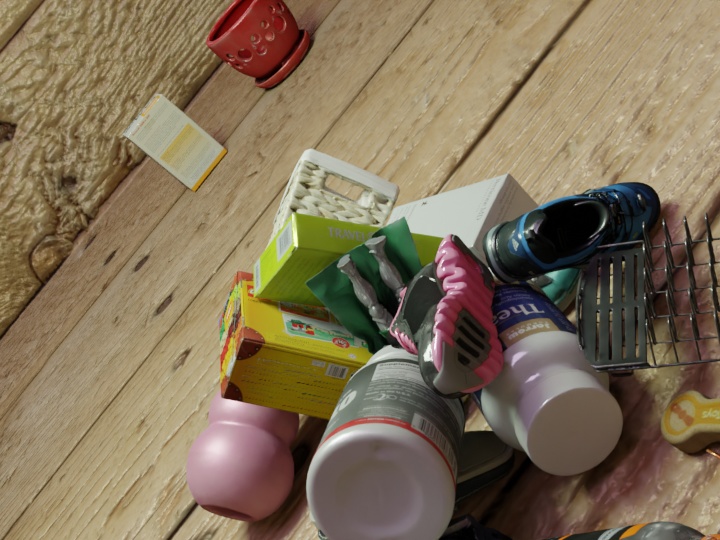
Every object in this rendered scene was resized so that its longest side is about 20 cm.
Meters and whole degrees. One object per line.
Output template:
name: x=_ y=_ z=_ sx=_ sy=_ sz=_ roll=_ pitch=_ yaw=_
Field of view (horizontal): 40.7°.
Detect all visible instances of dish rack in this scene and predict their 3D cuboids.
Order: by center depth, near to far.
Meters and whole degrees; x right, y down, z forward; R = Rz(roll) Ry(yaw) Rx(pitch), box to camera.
dish rack: x=0.267 y=0.010 z=0.764 sx=0.199 sy=0.055 sz=0.154 roll=-9 pitch=41 yaw=23

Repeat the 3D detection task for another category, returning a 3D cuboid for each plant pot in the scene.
plant pot: x=-0.231 y=-0.541 z=2.272 sx=0.200 sy=0.182 sz=0.201 roll=-38 pitch=26 yaw=23

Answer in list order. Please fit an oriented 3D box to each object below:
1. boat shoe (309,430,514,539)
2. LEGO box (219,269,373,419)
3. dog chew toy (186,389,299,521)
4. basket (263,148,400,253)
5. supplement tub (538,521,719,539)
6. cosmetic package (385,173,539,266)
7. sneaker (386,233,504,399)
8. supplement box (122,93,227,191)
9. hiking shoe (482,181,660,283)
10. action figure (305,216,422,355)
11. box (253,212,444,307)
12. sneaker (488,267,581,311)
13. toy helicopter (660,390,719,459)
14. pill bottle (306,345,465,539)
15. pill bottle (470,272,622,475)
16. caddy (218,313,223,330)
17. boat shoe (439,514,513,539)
boat shoe: x=0.053 y=0.209 z=0.887 sx=0.199 sy=0.062 sz=0.075 roll=-25 pitch=16 yaw=5
LEGO box: x=-0.047 y=0.086 z=1.055 sx=0.149 sy=0.199 sz=0.077 roll=-106 pitch=33 yaw=-61
dog chew toy: x=-0.126 y=0.184 z=1.128 sx=0.124 sy=0.124 sz=0.201 roll=-18 pitch=51 yaw=49
basket: x=-0.049 y=-0.043 z=1.271 sx=0.200 sy=0.135 sz=0.124 roll=124 pitch=166 yaw=-63
supplement tub: x=0.159 y=0.229 z=0.621 sx=0.200 sy=0.122 sz=0.123 roll=-24 pitch=35 yaw=42
cosmetic package: x=0.105 y=-0.029 z=1.120 sx=0.200 sy=0.081 sz=0.113 roll=-17 pitch=38 yaw=51
sneaker: x=0.063 y=0.051 z=0.819 sx=0.095 sy=0.079 sz=0.200 roll=-34 pitch=18 yaw=22
supplement box: x=-0.423 y=-0.292 z=2.219 sx=0.126 sy=0.200 sz=0.073 roll=-51 pitch=25 yaw=-5
hiking shoe: x=0.211 y=-0.037 z=0.884 sx=0.199 sy=0.075 sz=0.087 roll=-21 pitch=-3 yaw=-27
action figure: x=0.048 y=0.063 z=0.958 sx=0.118 sy=0.200 sz=0.055 roll=-33 pitch=14 yaw=-5
box: x=0.000 y=0.000 z=1.030 sx=0.122 sy=0.199 sz=0.048 roll=-46 pitch=42 yaw=52
sneaker: x=0.135 y=0.030 z=0.986 sx=0.200 sy=0.080 sz=0.072 roll=-37 pitch=27 yaw=24
toy helicopter: x=0.282 y=0.111 z=0.670 sx=0.200 sy=0.079 sz=0.133 roll=-23 pitch=43 yaw=62
pill bottle: x=0.029 y=0.140 z=0.812 sx=0.114 sy=0.114 sz=0.200 roll=-41 pitch=6 yaw=18
pill bottle: x=0.148 y=0.087 z=0.850 sx=0.111 sy=0.111 sz=0.200 roll=-45 pitch=25 yaw=9
caddy: x=-0.092 y=0.077 z=1.229 sx=0.200 sy=0.141 sz=0.105 roll=-17 pitch=35 yaw=50
boat shoe: x=0.048 y=0.265 z=0.788 sx=0.200 sy=0.093 sz=0.075 roll=-39 pitch=27 yaw=22
